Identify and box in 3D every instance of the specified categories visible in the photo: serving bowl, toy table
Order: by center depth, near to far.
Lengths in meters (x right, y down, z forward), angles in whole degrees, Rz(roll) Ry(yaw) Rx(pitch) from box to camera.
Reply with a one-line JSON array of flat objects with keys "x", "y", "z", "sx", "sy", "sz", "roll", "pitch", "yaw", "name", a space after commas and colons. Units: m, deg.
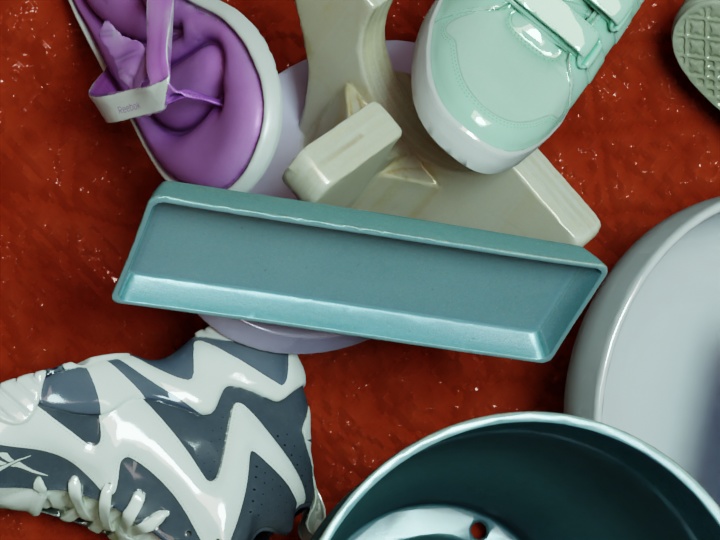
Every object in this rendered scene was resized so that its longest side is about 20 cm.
[{"x": 0.015, "y": -0.057, "z": 0.992, "sx": 0.183, "sy": 0.117, "sz": 0.200, "roll": 39, "pitch": 54, "yaw": -2, "name": "toy table"}, {"x": 0.169, "y": 0.060, "z": 1.059, "sx": 0.199, "sy": 0.066, "sz": 0.202, "roll": -5, "pitch": 100, "yaw": -34, "name": "serving bowl"}]

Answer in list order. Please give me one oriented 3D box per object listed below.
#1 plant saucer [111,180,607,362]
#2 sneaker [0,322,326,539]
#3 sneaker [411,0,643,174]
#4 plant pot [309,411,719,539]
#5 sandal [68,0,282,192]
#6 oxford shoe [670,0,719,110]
[{"x": 0.000, "y": 0.000, "z": 0.925, "sx": 0.198, "sy": 0.070, "sz": 0.019, "roll": 9, "pitch": 50, "yaw": -17, "name": "plant saucer"}, {"x": -0.104, "y": 0.107, "z": 0.980, "sx": 0.198, "sy": 0.079, "sz": 0.131, "roll": -15, "pitch": 77, "yaw": -28, "name": "sneaker"}, {"x": 0.094, "y": -0.134, "z": 0.929, "sx": 0.074, "sy": 0.118, "sz": 0.201, "roll": 37, "pitch": 54, "yaw": -5, "name": "sneaker"}, {"x": 0.051, "y": 0.167, "z": 0.955, "sx": 0.198, "sy": 0.188, "sz": 0.202, "roll": 1, "pitch": 83, "yaw": -11, "name": "plant pot"}, {"x": -0.097, "y": -0.095, "z": 0.971, "sx": 0.049, "sy": 0.203, "sz": 0.083, "roll": 5, "pitch": 119, "yaw": -34, "name": "sandal"}, {"x": 0.236, "y": -0.070, "z": 1.116, "sx": 0.200, "sy": 0.075, "sz": 0.058, "roll": 48, "pitch": 37, "yaw": -6, "name": "oxford shoe"}]
